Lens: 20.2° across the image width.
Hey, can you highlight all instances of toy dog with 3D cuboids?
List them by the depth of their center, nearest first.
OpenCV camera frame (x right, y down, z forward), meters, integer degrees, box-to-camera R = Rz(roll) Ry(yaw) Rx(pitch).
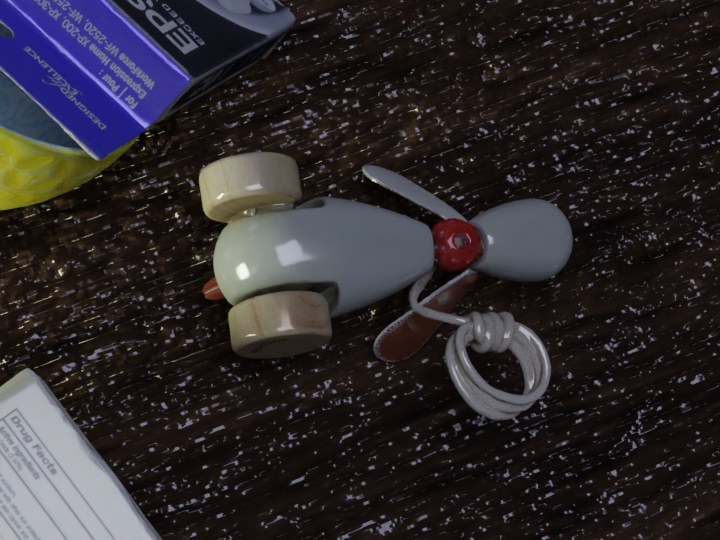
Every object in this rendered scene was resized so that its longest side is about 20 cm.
[{"bbox_3d":[0.000,0.000,1.022,0.200,0.096,0.132,19,69,-21],"label":"toy dog"}]

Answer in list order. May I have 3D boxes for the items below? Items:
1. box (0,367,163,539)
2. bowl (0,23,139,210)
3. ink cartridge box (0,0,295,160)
[{"bbox_3d":[-0.194,0.159,0.917,0.200,0.109,0.128,-36,85,-18],"label":"box"},{"bbox_3d":[-0.213,-0.094,0.969,0.200,0.200,0.108,46,115,3],"label":"bowl"},{"bbox_3d":[-0.146,-0.155,0.978,0.198,0.200,0.043,42,117,1],"label":"ink cartridge box"}]
